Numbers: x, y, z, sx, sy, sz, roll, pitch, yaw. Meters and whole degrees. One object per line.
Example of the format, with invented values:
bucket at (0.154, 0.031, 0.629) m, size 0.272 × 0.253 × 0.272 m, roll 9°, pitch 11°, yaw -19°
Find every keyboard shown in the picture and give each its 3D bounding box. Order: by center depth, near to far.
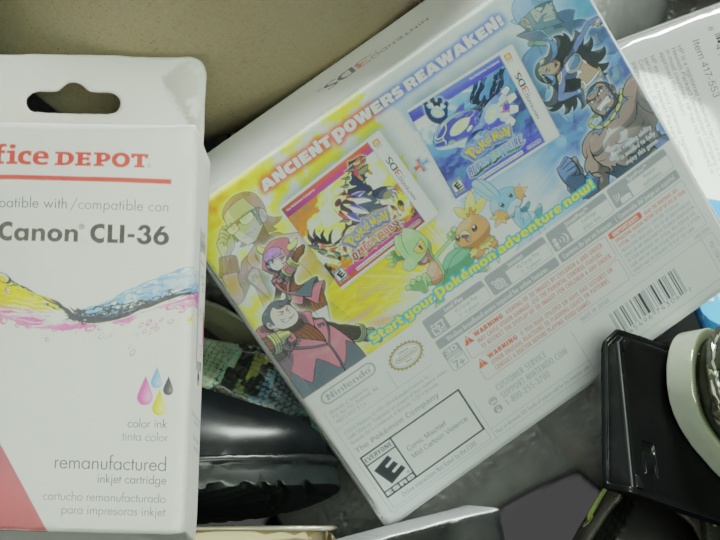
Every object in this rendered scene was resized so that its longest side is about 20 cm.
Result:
keyboard at (0.166, 0.105, 1.243) m, size 0.200 × 0.021 × 0.127 m, roll 20°, pitch 59°, yaw -49°

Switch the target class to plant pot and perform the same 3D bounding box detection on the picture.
plant pot at (-0.093, -0.130, 1.202) m, size 0.200 × 0.200 × 0.134 m, roll 40°, pitch 96°, yaw -8°

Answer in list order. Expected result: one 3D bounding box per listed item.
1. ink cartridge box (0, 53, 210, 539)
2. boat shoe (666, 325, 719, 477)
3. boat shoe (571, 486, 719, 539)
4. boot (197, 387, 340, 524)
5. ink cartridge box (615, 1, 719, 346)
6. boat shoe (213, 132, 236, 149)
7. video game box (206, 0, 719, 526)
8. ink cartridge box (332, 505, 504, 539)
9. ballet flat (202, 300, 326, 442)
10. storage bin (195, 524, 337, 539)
ink cartridge box at (-0.120, 0.005, 1.089) m, size 0.116 × 0.067 × 0.200 m, roll 1°, pitch 80°, yaw 1°
boat shoe at (0.213, 0.089, 1.245) m, size 0.202 × 0.060 × 0.072 m, roll 43°, pitch 44°, yaw -36°
boat shoe at (0.142, 0.119, 1.295) m, size 0.072 × 0.061 × 0.201 m, roll 37°, pitch 79°, yaw -8°
boot at (-0.111, 0.022, 1.164) m, size 0.200 × 0.076 × 0.168 m, roll -1°, pitch 74°, yaw -7°
ink cartridge box at (0.215, -0.065, 1.311) m, size 0.200 × 0.086 × 0.146 m, roll -21°, pitch 92°, yaw -14°
boat shoe at (-0.002, 0.001, 1.265) m, size 0.074 × 0.068 × 0.199 m, roll -24°, pitch 92°, yaw -14°
video game box at (0.041, -0.017, 1.190) m, size 0.200 × 0.047 × 0.182 m, roll -35°, pitch 119°, yaw -4°
ink cartridge box at (-0.025, 0.167, 1.171) m, size 0.200 × 0.037 × 0.095 m, roll -12°, pitch 92°, yaw -22°
ballet flat at (-0.107, 0.034, 1.249) m, size 0.200 × 0.074 × 0.074 m, roll 22°, pitch 82°, yaw -12°
storage bin at (-0.103, 0.212, 1.215) m, size 0.198 × 0.094 × 0.200 m, roll 0°, pitch 86°, yaw -13°
